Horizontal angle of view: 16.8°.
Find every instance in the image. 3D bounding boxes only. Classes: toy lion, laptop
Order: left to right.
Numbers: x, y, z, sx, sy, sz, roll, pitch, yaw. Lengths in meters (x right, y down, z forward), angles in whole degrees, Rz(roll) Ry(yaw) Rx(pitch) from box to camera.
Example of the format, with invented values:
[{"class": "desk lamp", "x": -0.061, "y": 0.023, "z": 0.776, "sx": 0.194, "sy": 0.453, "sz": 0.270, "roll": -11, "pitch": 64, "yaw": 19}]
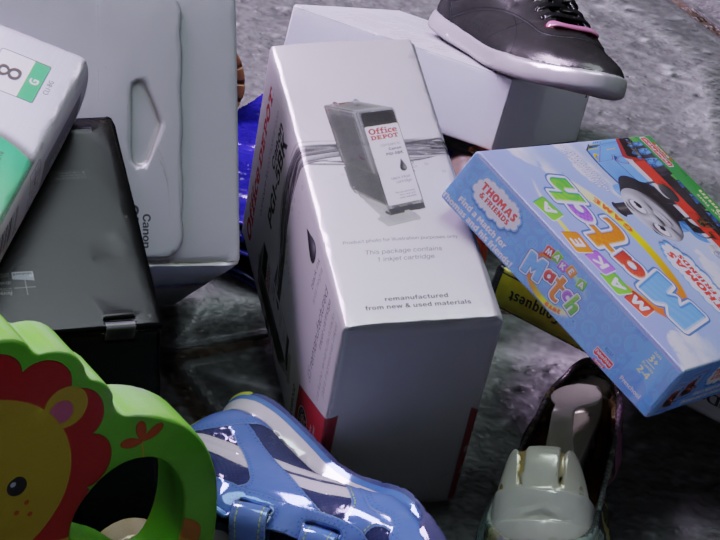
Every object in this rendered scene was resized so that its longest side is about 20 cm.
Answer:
[{"class": "laptop", "x": -0.197, "y": 0.043, "z": 1.154, "sx": 0.186, "sy": 0.116, "sz": 0.201, "roll": -4, "pitch": 54, "yaw": -19}, {"class": "toy lion", "x": -0.151, "y": 0.102, "z": 1.055, "sx": 0.199, "sy": 0.193, "sz": 0.069, "roll": -13, "pitch": 35, "yaw": -32}]

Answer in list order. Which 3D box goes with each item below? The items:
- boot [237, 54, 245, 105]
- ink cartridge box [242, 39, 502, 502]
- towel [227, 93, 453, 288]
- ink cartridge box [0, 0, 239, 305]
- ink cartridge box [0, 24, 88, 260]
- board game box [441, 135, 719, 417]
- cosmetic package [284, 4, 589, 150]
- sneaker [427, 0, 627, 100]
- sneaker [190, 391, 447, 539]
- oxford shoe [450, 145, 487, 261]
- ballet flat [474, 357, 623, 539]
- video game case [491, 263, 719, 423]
[{"class": "boot", "x": -0.176, "y": -0.117, "z": 1.563, "sx": 0.198, "sy": 0.076, "sz": 0.107, "roll": -3, "pitch": 11, "yaw": -6}, {"class": "ink cartridge box", "x": 0.000, "y": 0.000, "z": 1.262, "sx": 0.082, "sy": 0.147, "sz": 0.201, "roll": -3, "pitch": 48, "yaw": -14}, {"class": "towel", "x": -0.044, "y": -0.058, "z": 1.497, "sx": 0.147, "sy": 0.050, "sz": 0.200, "roll": 22, "pitch": 33, "yaw": 21}, {"class": "ink cartridge box", "x": -0.150, "y": -0.062, "z": 1.295, "sx": 0.143, "sy": 0.147, "sz": 0.200, "roll": 0, "pitch": -7, "yaw": -15}, {"class": "ink cartridge box", "x": -0.245, "y": -0.067, "z": 1.121, "sx": 0.199, "sy": 0.050, "sz": 0.162, "roll": 22, "pitch": 50, "yaw": -1}, {"class": "board game box", "x": 0.146, "y": -0.003, "z": 1.242, "sx": 0.151, "sy": 0.037, "sz": 0.199, "roll": 48, "pitch": 27, "yaw": 18}, {"class": "cosmetic package", "x": 0.053, "y": -0.125, "z": 1.567, "sx": 0.150, "sy": 0.052, "sz": 0.200, "roll": 18, "pitch": 11, "yaw": 18}, {"class": "sneaker", "x": 0.110, "y": -0.169, "z": 1.483, "sx": 0.070, "sy": 0.100, "sz": 0.200, "roll": 13, "pitch": 13, "yaw": -29}, {"class": "sneaker", "x": -0.029, "y": 0.130, "z": 1.160, "sx": 0.082, "sy": 0.075, "sz": 0.199, "roll": -19, "pitch": 32, "yaw": -36}, {"class": "oxford shoe", "x": 0.037, "y": -0.019, "z": 1.431, "sx": 0.072, "sy": 0.072, "sz": 0.200, "roll": 7, "pitch": 30, "yaw": 9}, {"class": "ballet flat", "x": 0.098, "y": 0.106, "z": 1.227, "sx": 0.068, "sy": 0.072, "sz": 0.200, "roll": 7, "pitch": 30, "yaw": 11}, {"class": "video game case", "x": 0.188, "y": 0.034, "z": 1.354, "sx": 0.180, "sy": 0.026, "sz": 0.200, "roll": 27, "pitch": 18, "yaw": 23}]
